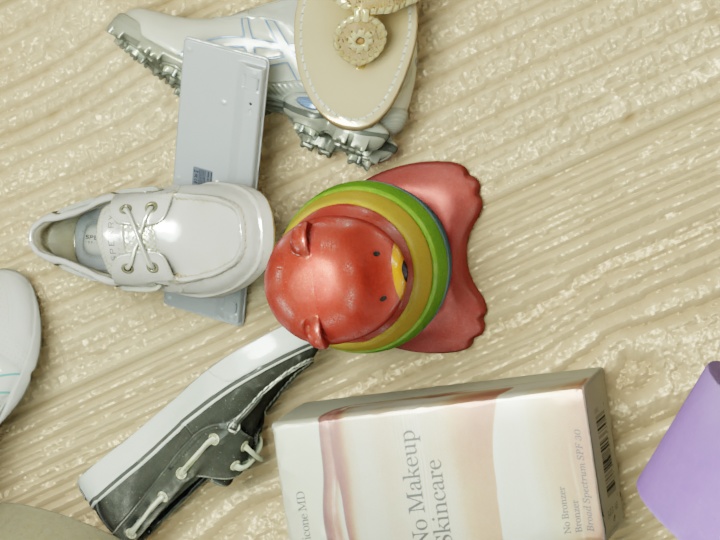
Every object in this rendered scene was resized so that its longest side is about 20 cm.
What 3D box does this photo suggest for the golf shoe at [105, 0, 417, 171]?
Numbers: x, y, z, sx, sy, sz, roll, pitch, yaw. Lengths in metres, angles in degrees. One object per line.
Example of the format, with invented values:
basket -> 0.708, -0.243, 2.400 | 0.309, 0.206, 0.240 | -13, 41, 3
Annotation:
golf shoe -> -0.058, -0.140, 1.723 | 0.199, 0.078, 0.097 | 21, 82, 6

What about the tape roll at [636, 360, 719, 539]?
tape roll -> 0.266, 0.140, 1.586 | 0.200, 0.200, 0.085 | 32, 102, 10

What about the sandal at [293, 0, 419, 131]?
sandal -> 0.004, -0.196, 1.659 | 0.077, 0.070, 0.212 | 12, 78, 7

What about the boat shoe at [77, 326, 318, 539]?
boat shoe -> -0.091, 0.105, 1.743 | 0.200, 0.071, 0.064 | -40, 79, 22

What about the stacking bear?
stacking bear -> 0.000, 0.000, 1.642 | 0.113, 0.200, 0.122 | -1, 94, 14

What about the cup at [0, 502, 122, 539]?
cup -> -0.209, 0.232, 1.736 | 0.200, 0.200, 0.144 | 16, 72, 13

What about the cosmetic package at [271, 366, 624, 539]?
cosmetic package -> 0.056, 0.125, 1.696 | 0.199, 0.087, 0.104 | -9, 93, 15

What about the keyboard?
keyboard -> -0.092, -0.053, 1.716 | 0.056, 0.011, 0.200 | 19, 125, 17

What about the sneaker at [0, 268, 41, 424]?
sneaker -> -0.268, 0.081, 1.745 | 0.070, 0.080, 0.201 | -5, 57, 49

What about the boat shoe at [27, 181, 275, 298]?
boat shoe -> -0.134, -0.017, 1.695 | 0.200, 0.069, 0.071 | -6, 85, 48
